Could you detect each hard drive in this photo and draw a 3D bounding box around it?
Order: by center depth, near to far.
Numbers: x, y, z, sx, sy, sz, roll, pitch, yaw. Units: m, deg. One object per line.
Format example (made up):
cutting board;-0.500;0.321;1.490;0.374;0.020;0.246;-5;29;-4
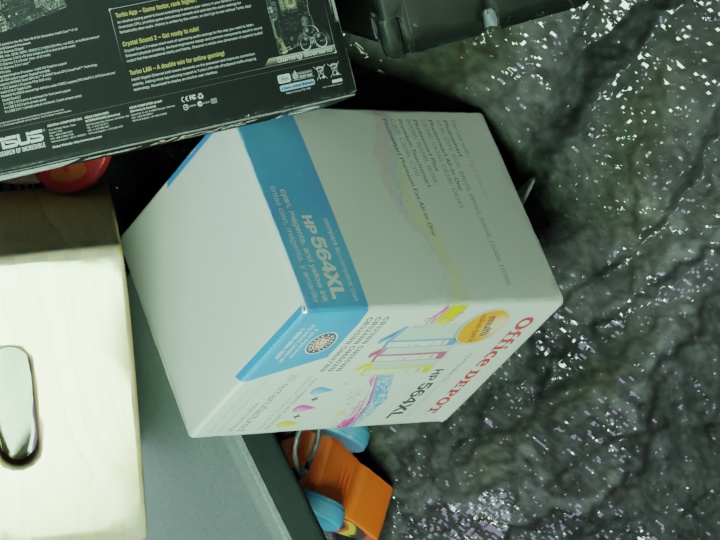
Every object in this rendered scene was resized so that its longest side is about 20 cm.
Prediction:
hard drive;-0.093;0.107;1.430;0.201;0.033;0.140;62;142;18

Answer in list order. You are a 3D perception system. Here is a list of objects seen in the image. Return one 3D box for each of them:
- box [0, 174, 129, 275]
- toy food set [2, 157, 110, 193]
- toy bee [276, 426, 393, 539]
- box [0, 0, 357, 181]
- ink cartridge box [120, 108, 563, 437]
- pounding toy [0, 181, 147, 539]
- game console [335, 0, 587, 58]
box;-0.257;-0.021;1.515;0.199;0.115;0.133;-3;123;27
toy food set;-0.185;-0.141;1.384;0.199;0.049;0.199;0;95;19
toy bee;-0.050;0.100;1.494;0.108;0.131;0.201;14;142;19
box;-0.114;-0.139;1.228;0.043;0.199;0.161;-14;91;64
ink cartridge box;0.000;0.000;1.353;0.129;0.199;0.126;-47;55;42
pounding toy;-0.189;0.075;1.340;0.141;0.184;0.201;-5;104;-7
game console;0.015;-0.224;1.297;0.175;0.117;0.201;-15;121;0
